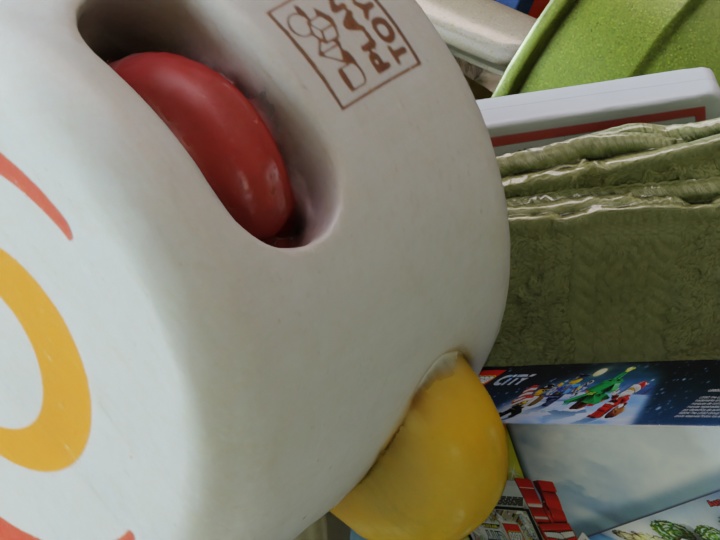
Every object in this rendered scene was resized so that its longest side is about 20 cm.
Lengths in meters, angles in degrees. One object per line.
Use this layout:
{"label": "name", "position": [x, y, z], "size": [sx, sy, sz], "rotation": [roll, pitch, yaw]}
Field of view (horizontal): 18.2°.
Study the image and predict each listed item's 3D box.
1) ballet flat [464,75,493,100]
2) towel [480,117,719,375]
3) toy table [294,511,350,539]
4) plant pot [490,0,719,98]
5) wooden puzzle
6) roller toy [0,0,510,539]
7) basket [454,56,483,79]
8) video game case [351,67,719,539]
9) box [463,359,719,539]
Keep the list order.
{"label": "ballet flat", "position": [0.063, -0.036, 0.932], "size": [0.063, 0.069, 0.200], "rotation": [43, 17, 27]}
{"label": "towel", "position": [0.088, 0.036, 0.734], "size": [0.148, 0.201, 0.037], "rotation": [-7, 38, 2]}
{"label": "toy table", "position": [-0.022, 0.142, 0.661], "size": [0.199, 0.118, 0.184], "rotation": [-8, 28, 0]}
{"label": "plant pot", "position": [0.169, -0.022, 0.822], "size": [0.193, 0.201, 0.200], "rotation": [39, 49, 23]}
{"label": "wooden puzzle", "position": [0.009, -0.124, 0.901], "size": [0.185, 0.046, 0.200], "rotation": [25, 5, 12]}
{"label": "roller toy", "position": [-0.055, -0.011, 0.632], "size": [0.199, 0.183, 0.140], "rotation": [17, 37, 37]}
{"label": "basket", "position": [-0.049, -0.147, 1.115], "size": [0.197, 0.201, 0.161], "rotation": [-4, 30, 10]}
{"label": "video game case", "position": [0.054, 0.027, 0.759], "size": [0.142, 0.201, 0.017], "rotation": [-8, 38, 2]}
{"label": "box", "position": [0.103, 0.092, 0.622], "size": [0.038, 0.137, 0.200], "rotation": [-32, 13, -27]}
